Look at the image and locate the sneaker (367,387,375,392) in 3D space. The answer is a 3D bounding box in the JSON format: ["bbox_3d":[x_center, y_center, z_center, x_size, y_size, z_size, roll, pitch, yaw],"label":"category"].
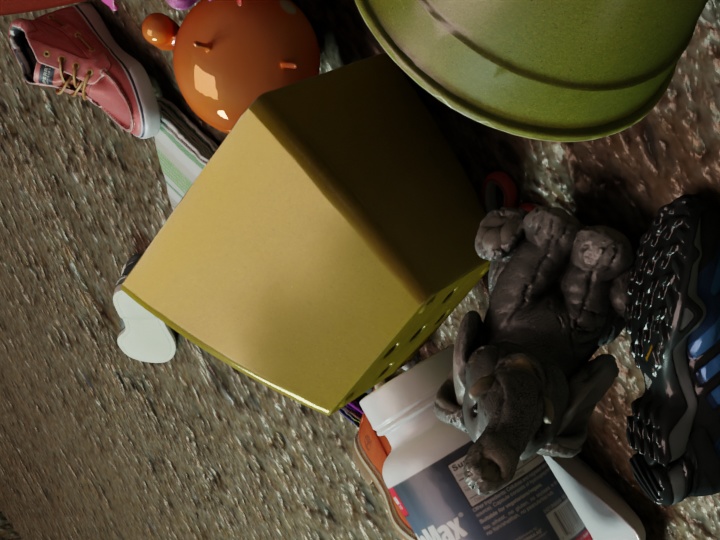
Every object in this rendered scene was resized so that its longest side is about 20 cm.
[{"bbox_3d":[-0.036,0.037,1.683,0.200,0.078,0.086,48,178,21],"label":"sneaker"}]

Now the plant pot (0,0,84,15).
[{"bbox_3d":[-0.355,-0.355,1.706,0.200,0.176,0.200,45,153,33],"label":"plant pot"}]

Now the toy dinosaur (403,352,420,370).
[{"bbox_3d":[0.000,0.000,1.520,0.200,0.102,0.136,44,180,-18],"label":"toy dinosaur"}]

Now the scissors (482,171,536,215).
[{"bbox_3d":[0.122,0.011,1.373,0.073,0.014,0.200,39,151,36],"label":"scissors"}]

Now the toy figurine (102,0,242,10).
[{"bbox_3d":[-0.110,-0.242,1.321,0.200,0.184,0.150,47,154,27],"label":"toy figurine"}]

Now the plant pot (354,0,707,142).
[{"bbox_3d":[0.117,-0.203,0.920,0.201,0.200,0.193,53,144,14],"label":"plant pot"}]

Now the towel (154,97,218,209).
[{"bbox_3d":[-0.154,-0.068,1.842,0.149,0.031,0.200,44,155,38],"label":"towel"}]

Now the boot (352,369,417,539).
[{"bbox_3d":[0.059,0.168,1.569,0.200,0.075,0.108,47,135,43],"label":"boot"}]

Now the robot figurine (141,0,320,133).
[{"bbox_3d":[-0.087,-0.163,1.423,0.144,0.116,0.200,56,180,-4],"label":"robot figurine"}]

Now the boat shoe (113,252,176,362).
[{"bbox_3d":[-0.257,0.049,2.175,0.200,0.072,0.062,88,-172,-61],"label":"boat shoe"}]

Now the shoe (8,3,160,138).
[{"bbox_3d":[-0.280,-0.194,1.821,0.200,0.091,0.072,52,146,35],"label":"shoe"}]

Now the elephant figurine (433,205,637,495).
[{"bbox_3d":[0.107,0.067,1.203,0.141,0.201,0.155,9,160,45],"label":"elephant figurine"}]

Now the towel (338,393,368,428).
[{"bbox_3d":[-0.057,0.082,1.680,0.200,0.023,0.144,38,-174,-38],"label":"towel"}]

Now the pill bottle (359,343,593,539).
[{"bbox_3d":[0.087,0.166,1.415,0.200,0.119,0.120,59,158,6],"label":"pill bottle"}]

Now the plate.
[{"bbox_3d":[0.168,0.208,1.488,0.199,0.032,0.200,42,151,36],"label":"plate"}]

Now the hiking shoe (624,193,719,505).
[{"bbox_3d":[0.218,0.048,1.146,0.074,0.086,0.201,-136,45,-68],"label":"hiking shoe"}]

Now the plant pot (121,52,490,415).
[{"bbox_3d":[-0.018,-0.015,1.331,0.176,0.200,0.200,45,121,11],"label":"plant pot"}]
